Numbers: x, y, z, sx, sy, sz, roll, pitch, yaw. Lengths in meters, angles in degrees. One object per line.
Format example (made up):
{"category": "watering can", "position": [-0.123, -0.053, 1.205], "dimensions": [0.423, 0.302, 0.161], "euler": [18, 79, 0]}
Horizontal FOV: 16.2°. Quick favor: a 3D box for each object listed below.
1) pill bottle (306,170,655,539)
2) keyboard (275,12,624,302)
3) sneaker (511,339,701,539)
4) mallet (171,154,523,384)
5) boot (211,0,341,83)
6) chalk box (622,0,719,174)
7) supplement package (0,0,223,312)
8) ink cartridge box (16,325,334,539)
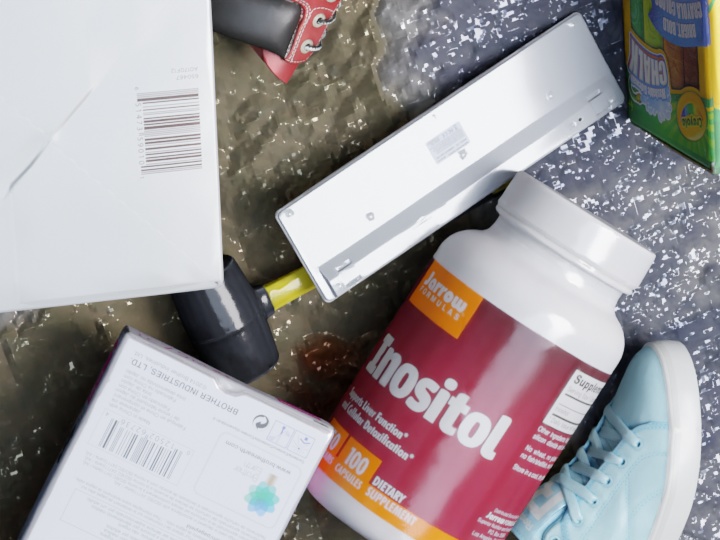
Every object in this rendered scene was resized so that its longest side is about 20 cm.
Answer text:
{"category": "pill bottle", "position": [0.065, 0.053, 1.324], "dimensions": [0.113, 0.113, 0.200], "euler": [30, 95, -22]}
{"category": "keyboard", "position": [0.049, -0.060, 1.324], "dimensions": [0.200, 0.011, 0.056], "euler": [-34, 101, -15]}
{"category": "sneaker", "position": [0.127, 0.131, 1.386], "dimensions": [0.082, 0.074, 0.200], "euler": [9, 102, -22]}
{"category": "mallet", "position": [0.000, 0.000, 1.333], "dimensions": [0.200, 0.041, 0.066], "euler": [-21, 109, -14]}
{"category": "boot", "position": [0.012, -0.161, 1.271], "dimensions": [0.200, 0.072, 0.144], "euler": [6, 105, -9]}
{"category": "chalk box", "position": [0.211, -0.123, 1.309], "dimensions": [0.124, 0.124, 0.200], "euler": [-8, 107, -14]}
{"category": "supplement package", "position": [-0.159, -0.083, 1.171], "dimensions": [0.150, 0.200, 0.152], "euler": [-6, 108, -15]}
{"category": "ink cartridge box", "position": [-0.111, 0.142, 1.291], "dimensions": [0.119, 0.042, 0.200], "euler": [26, 90, -9]}
